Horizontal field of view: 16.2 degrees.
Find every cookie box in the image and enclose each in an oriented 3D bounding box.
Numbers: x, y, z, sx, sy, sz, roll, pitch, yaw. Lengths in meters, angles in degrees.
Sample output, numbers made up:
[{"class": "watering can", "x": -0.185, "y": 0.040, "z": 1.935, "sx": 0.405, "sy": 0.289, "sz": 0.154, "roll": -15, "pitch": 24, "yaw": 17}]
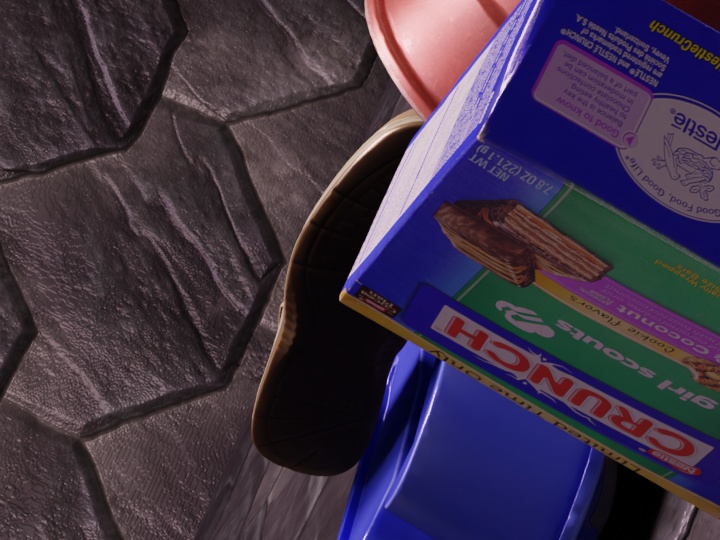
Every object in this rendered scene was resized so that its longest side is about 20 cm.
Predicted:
[{"class": "cookie box", "x": 0.098, "y": -0.003, "z": 0.843, "sx": 0.075, "sy": 0.171, "sz": 0.200, "roll": -62, "pitch": 4, "yaw": -19}]

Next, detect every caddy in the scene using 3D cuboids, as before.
[{"class": "caddy", "x": 0.064, "y": 0.080, "z": 1.111, "sx": 0.142, "sy": 0.104, "sz": 0.201, "roll": 118, "pitch": 172, "yaw": -45}]

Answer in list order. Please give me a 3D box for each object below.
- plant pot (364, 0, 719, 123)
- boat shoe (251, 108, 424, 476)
[{"class": "plant pot", "x": 0.137, "y": -0.134, "z": 1.048, "sx": 0.196, "sy": 0.200, "sz": 0.201, "roll": -52, "pitch": 11, "yaw": 28}, {"class": "boat shoe", "x": 0.000, "y": 0.000, "z": 1.105, "sx": 0.067, "sy": 0.074, "sz": 0.201, "roll": -83, "pitch": 16, "yaw": -51}]
